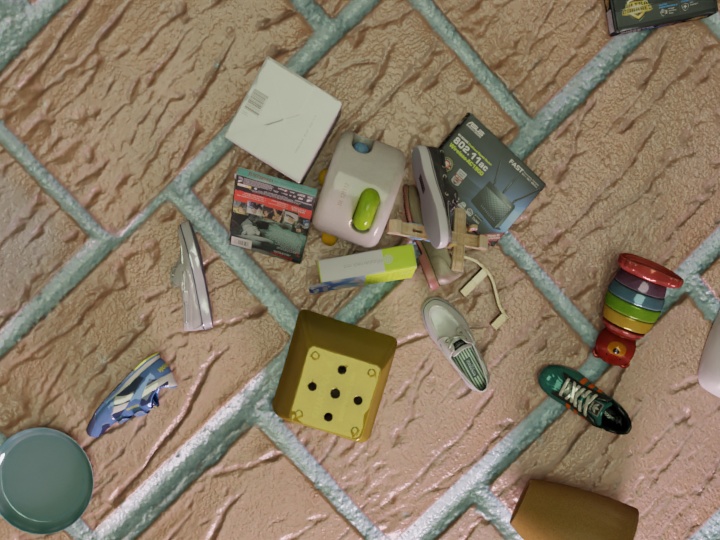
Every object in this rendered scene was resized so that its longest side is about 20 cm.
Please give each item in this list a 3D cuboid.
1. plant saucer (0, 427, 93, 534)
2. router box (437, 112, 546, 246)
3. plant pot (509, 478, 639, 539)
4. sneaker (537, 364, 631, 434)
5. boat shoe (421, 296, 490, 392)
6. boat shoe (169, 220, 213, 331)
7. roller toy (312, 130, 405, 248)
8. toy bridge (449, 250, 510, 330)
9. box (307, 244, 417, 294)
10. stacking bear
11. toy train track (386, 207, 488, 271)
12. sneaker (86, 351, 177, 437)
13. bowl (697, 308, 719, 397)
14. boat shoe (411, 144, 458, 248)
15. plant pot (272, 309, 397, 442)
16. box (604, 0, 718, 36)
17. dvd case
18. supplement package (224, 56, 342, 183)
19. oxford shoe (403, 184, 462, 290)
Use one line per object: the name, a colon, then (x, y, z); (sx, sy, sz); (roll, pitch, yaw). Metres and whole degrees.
plant saucer: (-0.597, 0.393, 1.674); (0.196, 0.027, 0.205); (0, 95, -2)
router box: (0.221, -0.167, 1.646); (0.199, 0.062, 0.150); (41, 91, -4)
plant pot: (0.384, 0.479, 1.653); (0.197, 0.186, 0.189); (27, 93, 9)
sneaker: (0.427, 0.243, 1.673); (0.198, 0.080, 0.072); (30, 93, -4)
boat shoe: (0.186, 0.137, 1.664); (0.073, 0.067, 0.201); (-37, 94, 1)
boat shoe: (-0.318, 0.013, 1.634); (0.064, 0.074, 0.204); (-10, 93, -5)
roller toy: (-0.010, -0.145, 1.581); (0.137, 0.200, 0.185); (19, 70, -4)
toy bridge: (0.214, 0.022, 1.677); (0.067, 0.027, 0.200); (-44, 93, 1)
box: (0.000, 0.000, 1.619); (0.196, 0.122, 0.049); (-10, 81, -2)
stacking bear: (0.498, 0.082, 1.653); (0.119, 0.114, 0.203); (21, 104, 6)
toy train track: (0.142, -0.065, 1.573); (0.196, 0.032, 0.117); (9, 76, -20)
sneaker: (-0.424, 0.245, 1.648); (0.200, 0.074, 0.082); (-44, 96, 2)
bowl: (0.760, 0.166, 1.685); (0.196, 0.075, 0.204); (19, 95, -3)
boat shoe: (0.140, -0.132, 1.553); (0.065, 0.070, 0.203); (-3, 58, -16)
plant pot: (-0.045, 0.204, 1.606); (0.196, 0.176, 0.204); (17, 94, -4)
box: (0.546, -0.532, 1.640); (0.196, 0.046, 0.162); (-10, 94, -1)
dvd case: (-0.159, -0.094, 1.586); (0.143, 0.201, 0.022); (15, 52, -2)
supplement package: (-0.131, -0.255, 1.558); (0.149, 0.200, 0.154); (30, 93, -4)
oxford shoe: (0.130, -0.069, 1.635); (0.073, 0.070, 0.204); (-19, 82, 7)
